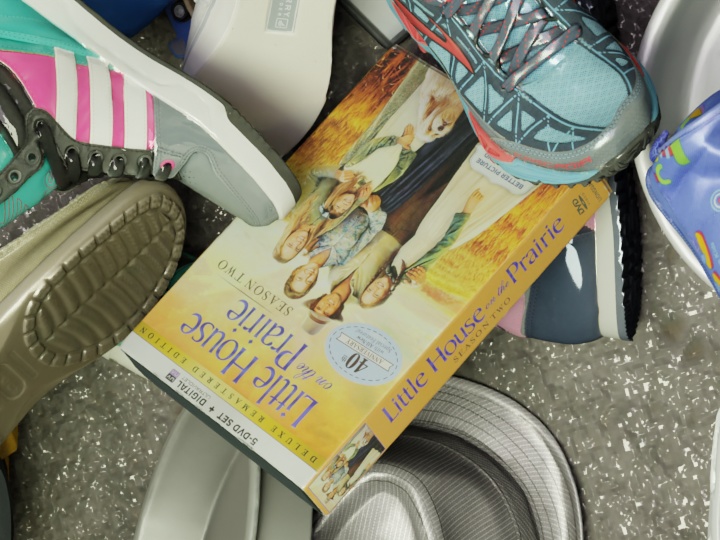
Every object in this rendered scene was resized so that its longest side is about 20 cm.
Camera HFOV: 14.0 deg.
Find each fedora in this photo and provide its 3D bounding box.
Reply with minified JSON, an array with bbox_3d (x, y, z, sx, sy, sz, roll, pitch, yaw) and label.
[{"bbox_3d":[0.013,0.152,1.422,0.176,0.090,0.201,21,99,17],"label":"fedora"}]

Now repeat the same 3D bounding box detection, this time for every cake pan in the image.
[{"bbox_3d":[-0.071,0.151,1.415,0.036,0.200,0.202,14,99,-19],"label":"cake pan"}]

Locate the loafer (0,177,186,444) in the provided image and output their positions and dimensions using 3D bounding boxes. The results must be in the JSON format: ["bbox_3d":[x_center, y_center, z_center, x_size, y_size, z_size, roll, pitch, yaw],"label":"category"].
[{"bbox_3d":[-0.169,0.022,1.402,0.200,0.076,0.068,-43,51,-11],"label":"loafer"}]

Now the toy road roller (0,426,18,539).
[{"bbox_3d":[-0.231,0.105,1.499,0.122,0.146,0.201,-7,54,3],"label":"toy road roller"}]

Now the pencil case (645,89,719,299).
[{"bbox_3d":[0.194,0.013,1.276,0.086,0.078,0.201,-25,83,-4],"label":"pencil case"}]

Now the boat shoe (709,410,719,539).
[{"bbox_3d":[0.192,0.144,1.364,0.072,0.068,0.202,5,94,19],"label":"boat shoe"}]

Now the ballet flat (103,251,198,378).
[{"bbox_3d":[-0.094,0.025,1.463,0.199,0.067,0.071,7,125,35],"label":"ballet flat"}]

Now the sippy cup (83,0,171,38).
[{"bbox_3d":[-0.152,-0.178,1.428,0.140,0.178,0.130,-49,63,4],"label":"sippy cup"}]

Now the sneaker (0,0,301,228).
[{"bbox_3d":[-0.134,-0.051,1.338,0.199,0.084,0.121,35,78,-7],"label":"sneaker"}]

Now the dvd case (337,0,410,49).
[{"bbox_3d":[0.000,-0.213,1.390,0.143,0.018,0.200,-40,117,16],"label":"dvd case"}]

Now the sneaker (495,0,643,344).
[{"bbox_3d":[0.086,-0.064,1.398,0.081,0.070,0.202,-4,90,16],"label":"sneaker"}]

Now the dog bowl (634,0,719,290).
[{"bbox_3d":[0.228,-0.072,1.344,0.199,0.079,0.202,1,93,20],"label":"dog bowl"}]

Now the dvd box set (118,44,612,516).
[{"bbox_3d":[0.000,0.000,1.355,0.200,0.029,0.146,-47,48,-9],"label":"dvd box set"}]

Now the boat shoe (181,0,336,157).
[{"bbox_3d":[-0.049,-0.133,1.387,0.071,0.069,0.201,1,136,-9],"label":"boat shoe"}]

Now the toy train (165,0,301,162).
[{"bbox_3d":[-0.049,-0.064,1.467,0.046,0.034,0.201,-26,84,31],"label":"toy train"}]

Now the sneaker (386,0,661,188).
[{"bbox_3d":[0.054,-0.115,1.319,0.079,0.096,0.200,-42,54,-1],"label":"sneaker"}]
